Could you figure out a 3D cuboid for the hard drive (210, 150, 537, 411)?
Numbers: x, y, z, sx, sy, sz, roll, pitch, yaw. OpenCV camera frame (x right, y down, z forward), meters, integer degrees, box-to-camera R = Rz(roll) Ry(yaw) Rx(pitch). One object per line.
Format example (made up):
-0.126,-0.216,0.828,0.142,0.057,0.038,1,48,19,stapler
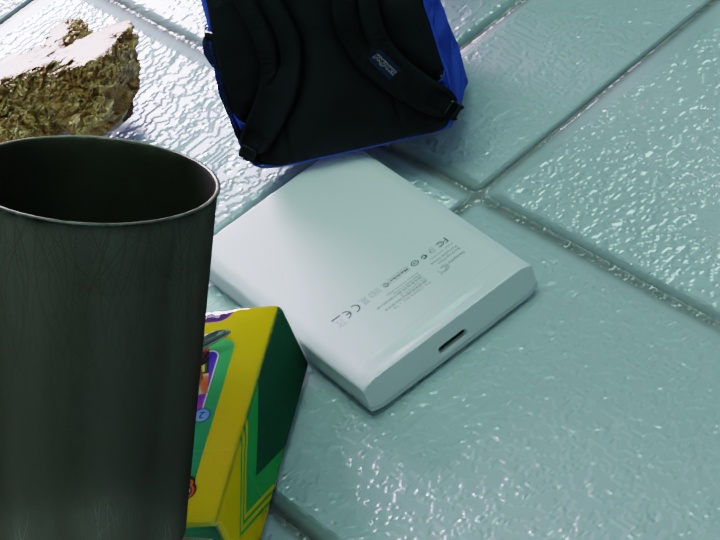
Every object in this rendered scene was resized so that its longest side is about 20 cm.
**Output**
0.000,0.000,1.595,0.132,0.027,0.200,-36,41,-16,hard drive

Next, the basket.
-0.147,0.046,1.366,0.135,0.201,0.180,-2,18,-15,basket

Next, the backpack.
-0.029,-0.191,1.679,0.162,0.201,0.168,-14,21,8,backpack

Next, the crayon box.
-0.147,0.109,1.518,0.199,0.058,0.173,-6,43,21,crayon box

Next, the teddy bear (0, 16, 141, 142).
-0.236,-0.121,1.829,0.199,0.067,0.145,-17,30,18,teddy bear

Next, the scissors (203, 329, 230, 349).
-0.169,0.084,1.503,0.199,0.014,0.073,-15,38,12,scissors
